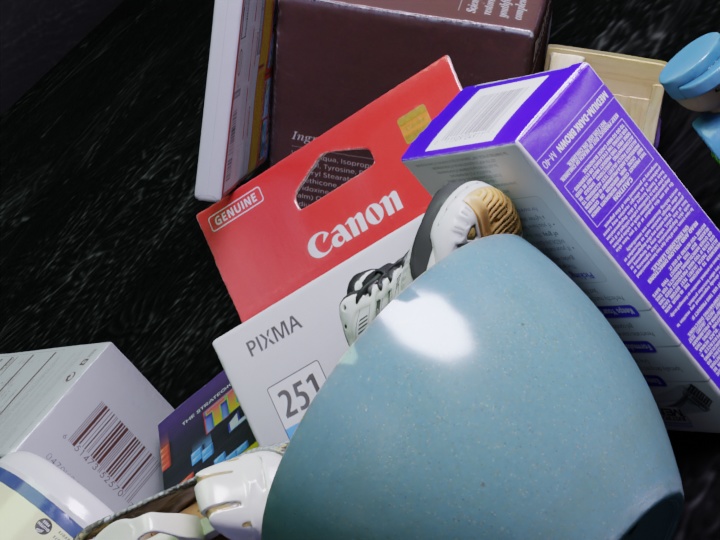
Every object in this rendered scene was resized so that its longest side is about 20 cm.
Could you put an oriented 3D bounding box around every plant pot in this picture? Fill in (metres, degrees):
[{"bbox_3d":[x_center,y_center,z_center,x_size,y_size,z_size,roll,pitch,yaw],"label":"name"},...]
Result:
[{"bbox_3d":[0.070,0.102,0.942,0.135,0.200,0.200,36,73,25],"label":"plant pot"}]

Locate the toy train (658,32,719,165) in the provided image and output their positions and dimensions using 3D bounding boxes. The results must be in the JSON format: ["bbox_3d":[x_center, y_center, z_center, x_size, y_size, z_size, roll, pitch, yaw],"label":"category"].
[{"bbox_3d":[0.271,-0.121,1.110,0.200,0.116,0.085,-38,20,10],"label":"toy train"}]

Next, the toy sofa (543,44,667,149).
[{"bbox_3d":[0.141,-0.066,1.248,0.083,0.098,0.200,8,21,8],"label":"toy sofa"}]

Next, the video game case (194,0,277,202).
[{"bbox_3d":[-0.067,-0.129,1.242,0.017,0.143,0.200,9,13,6],"label":"video game case"}]

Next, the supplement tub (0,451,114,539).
[{"bbox_3d":[-0.232,0.229,1.260,0.200,0.145,0.145,-48,21,-19],"label":"supplement tub"}]

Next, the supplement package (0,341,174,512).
[{"bbox_3d":[-0.228,0.136,1.493,0.117,0.117,0.200,-51,21,-26],"label":"supplement package"}]

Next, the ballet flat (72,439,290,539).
[{"bbox_3d":[-0.086,0.143,1.118,0.200,0.072,0.072,-27,23,17],"label":"ballet flat"}]

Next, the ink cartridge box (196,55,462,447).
[{"bbox_3d":[0.000,0.000,1.147,0.200,0.176,0.045,-31,-14,26],"label":"ink cartridge box"}]

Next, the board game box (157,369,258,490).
[{"bbox_3d":[-0.041,0.091,1.334,0.200,0.057,0.165,-39,21,5],"label":"board game box"}]

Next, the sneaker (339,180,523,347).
[{"bbox_3d":[0.025,0.020,1.021,0.076,0.088,0.200,-36,-28,-31],"label":"sneaker"}]

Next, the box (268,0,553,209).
[{"bbox_3d":[0.036,-0.118,1.339,0.164,0.200,0.166,10,35,7],"label":"box"}]

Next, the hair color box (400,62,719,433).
[{"bbox_3d":[0.125,-0.007,1.013,0.065,0.200,0.109,-47,20,-22],"label":"hair color box"}]
